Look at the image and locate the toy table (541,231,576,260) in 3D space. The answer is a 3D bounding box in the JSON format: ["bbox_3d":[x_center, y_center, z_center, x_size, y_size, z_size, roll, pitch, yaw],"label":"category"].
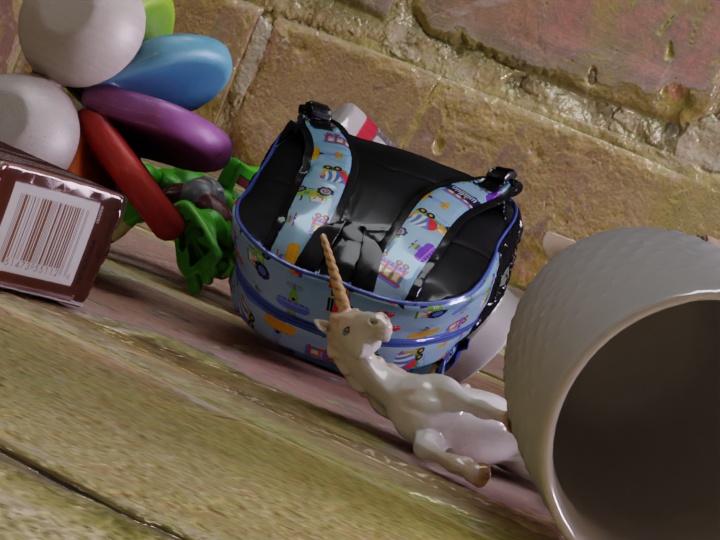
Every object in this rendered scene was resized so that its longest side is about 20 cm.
[{"bbox_3d":[0.324,0.031,2.936,0.184,0.117,0.200,21,2,-1],"label":"toy table"}]

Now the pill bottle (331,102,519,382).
[{"bbox_3d":[0.023,-0.014,1.521,0.200,0.111,0.111,46,-1,-10],"label":"pill bottle"}]

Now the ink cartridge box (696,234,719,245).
[{"bbox_3d":[0.269,0.068,1.581,0.165,0.075,0.200,18,-31,-17],"label":"ink cartridge box"}]

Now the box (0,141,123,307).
[{"bbox_3d":[-0.244,-0.049,1.220,0.200,0.075,0.100,25,6,39],"label":"box"}]

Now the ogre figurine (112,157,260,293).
[{"bbox_3d":[-0.117,-0.036,1.569,0.200,0.098,0.120,9,8,34],"label":"ogre figurine"}]

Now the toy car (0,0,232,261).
[{"bbox_3d":[-0.158,-0.091,1.378,0.150,0.200,0.175,26,-10,18],"label":"toy car"}]

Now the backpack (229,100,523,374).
[{"bbox_3d":[0.000,0.000,1.355,0.182,0.135,0.200,20,27,5],"label":"backpack"}]

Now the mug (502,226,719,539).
[{"bbox_3d":[0.160,0.068,1.020,0.200,0.148,0.175,36,9,-16],"label":"mug"}]

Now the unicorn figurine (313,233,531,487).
[{"bbox_3d":[0.059,0.077,1.146,0.200,0.074,0.137,37,-7,-32],"label":"unicorn figurine"}]
